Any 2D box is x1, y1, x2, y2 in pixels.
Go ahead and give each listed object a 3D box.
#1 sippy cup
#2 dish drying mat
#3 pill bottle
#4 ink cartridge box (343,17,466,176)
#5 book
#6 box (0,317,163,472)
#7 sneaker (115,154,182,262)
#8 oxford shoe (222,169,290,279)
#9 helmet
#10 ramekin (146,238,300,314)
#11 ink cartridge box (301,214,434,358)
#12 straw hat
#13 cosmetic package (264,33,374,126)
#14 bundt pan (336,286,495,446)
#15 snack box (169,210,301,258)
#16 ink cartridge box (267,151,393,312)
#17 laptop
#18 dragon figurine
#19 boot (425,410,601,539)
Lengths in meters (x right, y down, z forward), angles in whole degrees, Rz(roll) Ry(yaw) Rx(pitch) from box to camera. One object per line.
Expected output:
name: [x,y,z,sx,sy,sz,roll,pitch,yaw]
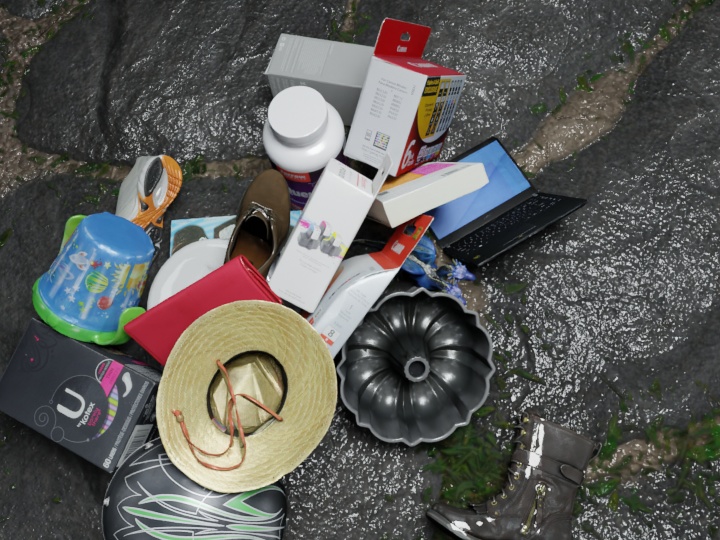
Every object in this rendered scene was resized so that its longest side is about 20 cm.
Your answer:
sippy cup: [-0.338,0.002,0.815,0.177,0.140,0.131,34,112,-3]
dish drying mat: [-0.186,0.051,0.723,0.198,0.077,0.018,-27,28,27]
pill bottle: [-0.073,-0.163,0.874,0.111,0.200,0.114,-2,69,4]
ink cartridge box: [0.073,-0.239,0.856,0.083,0.200,0.178,25,115,15]
book: [0.073,-0.111,0.832,0.132,0.200,0.049,-23,103,-5]
box: [-0.354,0.162,0.818,0.198,0.106,0.124,23,81,13]
sneaker: [-0.341,-0.082,0.945,0.091,0.075,0.202,19,83,45]
oxford shoe: [-0.120,-0.055,0.765,0.072,0.085,0.202,15,55,-12]
helmet: [-0.185,0.279,0.720,0.197,0.191,0.203,-1,72,3]
ramekin: [-0.185,0.052,0.831,0.197,0.098,0.204,0,86,3]
ink cartridge box: [0.000,0.000,0.770,0.050,0.162,0.201,33,93,-10]
straw hat: [-0.127,0.137,0.697,0.198,0.085,0.204,1,81,-8]
cosmetic package: [-0.035,-0.291,0.970,0.197,0.107,0.091,13,69,11]
bundt pan: [0.066,0.114,0.794,0.199,0.076,0.205,-1,101,-6]
snack box: [-0.180,-0.022,0.916,0.197,0.037,0.118,-4,71,3]
ink cartridge box: [-0.037,-0.064,0.758,0.067,0.115,0.202,27,105,-8]
laptop: [0.182,-0.106,0.884,0.176,0.200,0.104,-30,107,-6]
dragon figurine: [0.072,-0.016,0.861,0.199,0.100,0.059,37,76,16]
boot: [0.191,0.261,0.774,0.197,0.069,0.176,16,69,2]
